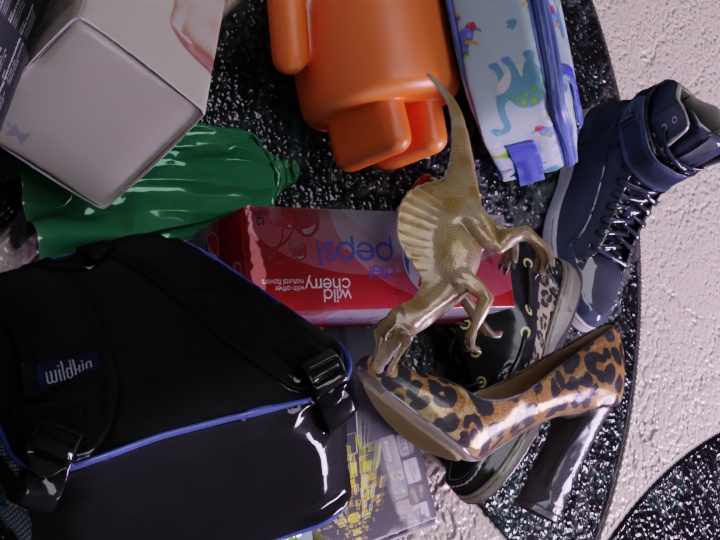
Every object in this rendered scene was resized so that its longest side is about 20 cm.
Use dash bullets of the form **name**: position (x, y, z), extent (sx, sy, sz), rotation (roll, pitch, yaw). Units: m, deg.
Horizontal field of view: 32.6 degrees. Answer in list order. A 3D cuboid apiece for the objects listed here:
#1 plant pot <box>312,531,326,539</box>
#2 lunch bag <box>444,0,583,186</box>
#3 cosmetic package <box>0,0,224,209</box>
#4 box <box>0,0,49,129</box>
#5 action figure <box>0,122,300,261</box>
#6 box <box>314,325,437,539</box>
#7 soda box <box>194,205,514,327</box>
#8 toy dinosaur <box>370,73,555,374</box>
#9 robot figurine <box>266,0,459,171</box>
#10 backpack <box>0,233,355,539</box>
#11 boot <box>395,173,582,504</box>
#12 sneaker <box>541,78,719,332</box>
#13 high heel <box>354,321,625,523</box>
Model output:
- **plant pot**: position (-0.100, 0.233, 0.641), extent (0.199, 0.199, 0.144), rotation (-17, 116, -40)
- **lunch bag**: position (0.114, -0.153, 0.904), extent (0.200, 0.081, 0.163), rotation (32, 48, -75)
- **cosmetic package**: position (-0.137, -0.149, 0.704), extent (0.087, 0.103, 0.202), rotation (35, 39, -29)
- **box**: position (-0.245, -0.106, 0.613), extent (0.049, 0.158, 0.202), rotation (53, 45, -56)
- **action figure**: position (-0.121, -0.053, 0.765), extent (0.198, 0.054, 0.120), rotation (-7, 81, -36)
- **box**: position (-0.044, 0.088, 0.793), extent (0.160, 0.049, 0.203), rotation (-8, 82, -41)
- **soda box**: position (0.000, 0.000, 0.770), extent (0.198, 0.070, 0.064), rotation (-1, 79, -34)
- **toy dinosaur**: position (0.064, -0.025, 0.742), extent (0.100, 0.058, 0.202), rotation (27, 64, -25)
- **robot figurine**: position (0.003, -0.173, 0.855), extent (0.142, 0.117, 0.203), rotation (-10, 84, -8)
- **backpack**: position (-0.119, 0.078, 0.632), extent (0.181, 0.200, 0.149), rotation (-14, 123, -31)
- **boot**: position (0.067, 0.046, 0.885), extent (0.153, 0.073, 0.205), rotation (34, 63, -19)
- **sneaker**: position (0.223, -0.057, 0.985), extent (0.076, 0.145, 0.205), rotation (23, 67, -34)
- **high heel**: position (0.090, 0.062, 0.810), extent (0.199, 0.071, 0.144), rotation (35, 76, -29)
